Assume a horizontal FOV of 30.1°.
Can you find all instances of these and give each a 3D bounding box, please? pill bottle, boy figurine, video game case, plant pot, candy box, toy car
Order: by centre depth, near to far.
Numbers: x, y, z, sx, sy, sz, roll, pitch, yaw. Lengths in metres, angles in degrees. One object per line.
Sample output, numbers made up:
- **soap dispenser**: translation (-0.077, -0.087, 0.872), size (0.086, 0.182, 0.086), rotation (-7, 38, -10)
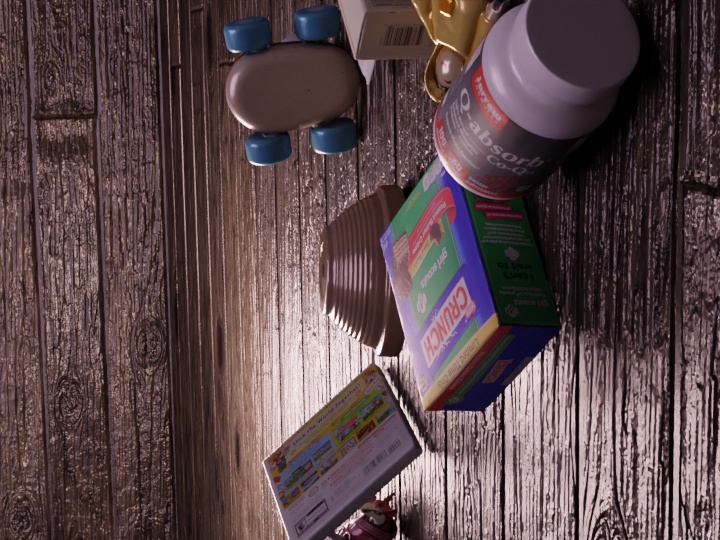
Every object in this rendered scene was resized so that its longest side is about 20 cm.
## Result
- **pill bottle**: translation (0.139, -0.144, 1.077), size (0.200, 0.115, 0.117), rotation (127, 137, -66)
- **candy box**: translation (0.100, 0.009, 1.276), size (0.169, 0.076, 0.202), rotation (125, 138, -50)
- **boy figurine**: translation (0.088, -0.251, 1.277), size (0.124, 0.064, 0.201), rotation (32, 141, 29)
- **plant pot**: translation (0.000, 0.000, 1.577), size (0.201, 0.092, 0.203), rotation (-179, 90, -83)
- **video game case**: translation (-0.026, 0.231, 1.656), size (0.200, 0.023, 0.182), rotation (-43, 32, 9)
- **toy car**: translation (-0.093, -0.264, 1.801), size (0.200, 0.175, 0.186), rotation (-101, 1, -69)

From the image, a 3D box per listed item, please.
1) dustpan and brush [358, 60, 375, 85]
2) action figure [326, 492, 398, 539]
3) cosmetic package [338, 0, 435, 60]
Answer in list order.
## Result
- **dustpan and brush**: translation (0.016, -0.340, 1.602), size (0.140, 0.057, 0.201), rotation (109, 146, -53)
- **action figure**: translation (-0.007, 0.354, 1.705), size (0.200, 0.149, 0.134), rotation (-42, 4, 36)
- **cosmetic package**: translation (0.026, -0.326, 1.460), size (0.073, 0.102, 0.201), rotation (105, 157, -51)
